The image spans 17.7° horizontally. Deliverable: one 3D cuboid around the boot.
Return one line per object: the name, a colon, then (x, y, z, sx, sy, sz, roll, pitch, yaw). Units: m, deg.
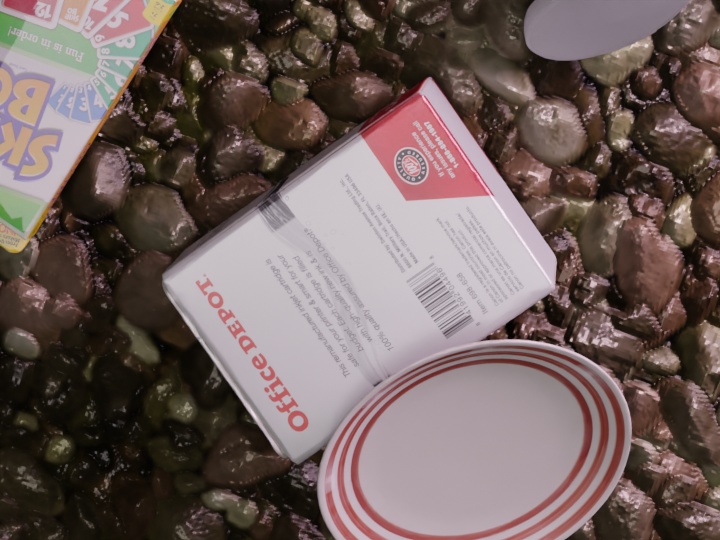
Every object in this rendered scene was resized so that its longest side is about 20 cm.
boot: (0.171, -0.210, 1.367, 0.073, 0.096, 0.199, 24, 137, -37)

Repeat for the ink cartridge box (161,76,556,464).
ink cartridge box: (0.000, 0.000, 1.417, 0.199, 0.084, 0.145, -34, 96, 11)

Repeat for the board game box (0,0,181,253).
board game box: (-0.204, -0.114, 1.451, 0.095, 0.030, 0.201, 34, 105, 0)

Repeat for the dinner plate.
dinner plate: (0.069, 0.113, 1.421, 0.198, 0.024, 0.201, -8, 132, -8)
